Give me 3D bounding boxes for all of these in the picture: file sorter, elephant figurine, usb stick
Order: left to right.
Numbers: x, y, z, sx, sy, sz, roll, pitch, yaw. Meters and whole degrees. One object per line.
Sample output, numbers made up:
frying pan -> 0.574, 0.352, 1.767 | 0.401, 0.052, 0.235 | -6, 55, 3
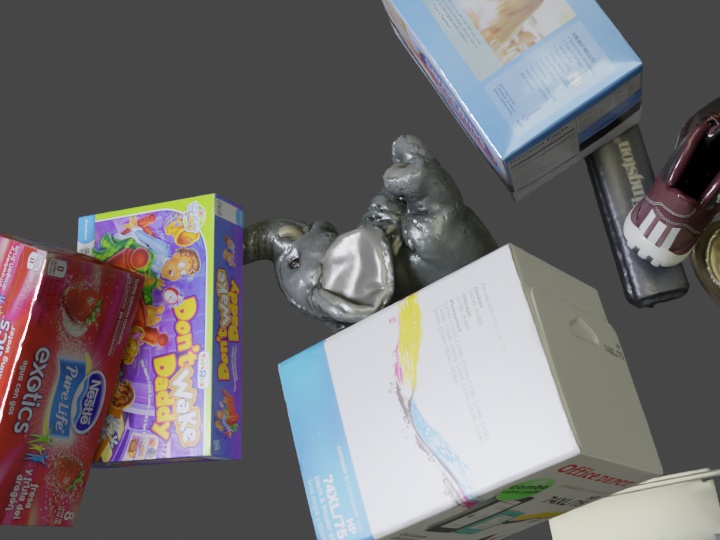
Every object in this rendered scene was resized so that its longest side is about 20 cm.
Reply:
elephant figurine -> 0.000, 0.000, 0.914 | 0.199, 0.155, 0.142 | -36, 122, 2
usb stick -> 0.225, -0.066, 0.965 | 0.055, 0.033, 0.202 | -13, 76, -3
file sorter -> 0.230, 0.254, 0.840 | 0.137, 0.125, 0.202 | -10, 77, -2

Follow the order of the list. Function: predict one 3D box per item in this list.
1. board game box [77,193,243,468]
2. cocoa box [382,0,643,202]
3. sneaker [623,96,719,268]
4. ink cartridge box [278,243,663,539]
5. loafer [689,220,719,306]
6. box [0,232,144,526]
board game box -> -0.160, 0.050, 0.900 | 0.133, 0.045, 0.202 | -8, 74, 25
cocoa box -> 0.119, -0.183, 0.923 | 0.133, 0.131, 0.201 | -34, 74, 4
sneaker -> 0.290, -0.096, 0.910 | 0.075, 0.116, 0.200 | 33, 60, 10
ink cartridge box -> 0.074, 0.101, 0.790 | 0.199, 0.146, 0.147 | -29, 61, 26
loafer -> 0.358, 0.026, 0.925 | 0.200, 0.067, 0.076 | 38, 79, 8
box -> -0.251, 0.080, 0.857 | 0.099, 0.095, 0.202 | 14, 88, 40
